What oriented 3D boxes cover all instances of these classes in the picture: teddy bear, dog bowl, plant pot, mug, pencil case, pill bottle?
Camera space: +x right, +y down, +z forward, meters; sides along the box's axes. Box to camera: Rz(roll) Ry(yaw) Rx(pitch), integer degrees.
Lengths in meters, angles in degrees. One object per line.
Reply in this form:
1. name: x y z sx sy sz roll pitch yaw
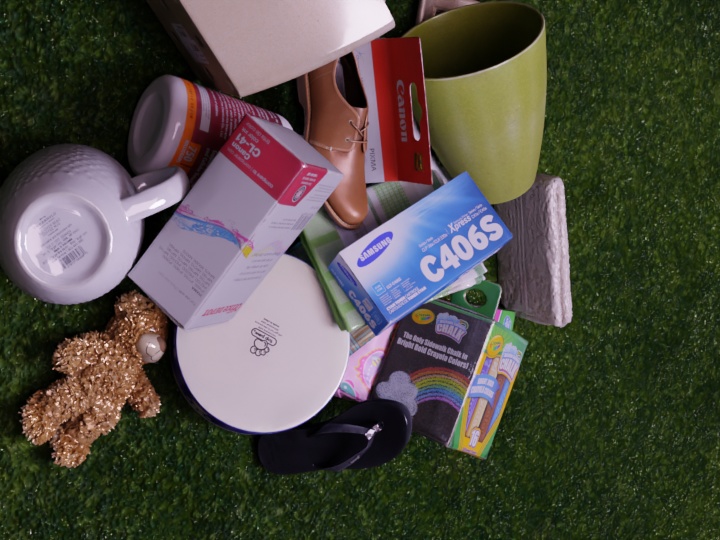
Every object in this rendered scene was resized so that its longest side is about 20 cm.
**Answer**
1. teddy bear: -0.274 0.120 1.213 0.199 0.066 0.147 -35 118 -24
2. dog bowl: -0.113 0.081 1.264 0.197 0.079 0.204 2 82 -13
3. plant pot: 0.148 -0.190 1.367 0.186 0.186 0.202 -36 128 -24
4. mug: -0.258 -0.052 1.093 0.198 0.175 0.150 -23 104 -7
5. pencil case: 0.009 0.060 1.384 0.087 0.087 0.203 20 87 -35
6. plant pot: -0.116 -0.295 1.187 0.176 0.199 0.201 -39 118 -13
7. pill bottle: -0.143 -0.130 1.234 0.198 0.112 0.115 15 89 -35

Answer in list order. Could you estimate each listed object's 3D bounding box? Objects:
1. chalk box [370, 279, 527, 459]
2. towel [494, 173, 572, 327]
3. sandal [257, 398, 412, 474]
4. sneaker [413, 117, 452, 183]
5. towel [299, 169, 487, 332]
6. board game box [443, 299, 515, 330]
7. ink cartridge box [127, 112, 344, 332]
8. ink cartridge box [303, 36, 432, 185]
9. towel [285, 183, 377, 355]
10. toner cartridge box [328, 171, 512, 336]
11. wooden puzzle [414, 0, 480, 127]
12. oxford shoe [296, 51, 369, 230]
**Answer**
1. chalk box: 0.115 0.107 1.374 0.124 0.124 0.203 31 80 -58
2. towel: 0.228 -0.030 1.494 0.034 0.132 0.203 -12 105 -28
3. sandal: -0.030 0.205 1.326 0.077 0.197 0.043 70 19 -6
4. sneaker: 0.074 -0.114 1.421 0.080 0.070 0.203 -36 122 -34
5. towel: 0.034 -0.025 1.286 0.198 0.031 0.151 -20 77 -27
6. board game box: 0.107 0.115 1.490 0.198 0.040 0.156 8 93 -35
7. ink cartridge box: -0.121 -0.047 1.128 0.085 0.147 0.201 41 99 9
8. ink cartridge box: 0.002 -0.177 1.273 0.047 0.199 0.163 -13 105 -30
9. towel: 0.000 0.000 1.337 0.199 0.022 0.147 -38 88 -3
10. toner cartridge box: 0.069 -0.021 1.257 0.199 0.043 0.095 -34 82 -29
11. wooden puzzle: 0.143 -0.252 1.458 0.198 0.037 0.188 8 93 -35
12. oxford shoe: -0.019 -0.145 1.233 0.071 0.071 0.203 -15 96 -45
